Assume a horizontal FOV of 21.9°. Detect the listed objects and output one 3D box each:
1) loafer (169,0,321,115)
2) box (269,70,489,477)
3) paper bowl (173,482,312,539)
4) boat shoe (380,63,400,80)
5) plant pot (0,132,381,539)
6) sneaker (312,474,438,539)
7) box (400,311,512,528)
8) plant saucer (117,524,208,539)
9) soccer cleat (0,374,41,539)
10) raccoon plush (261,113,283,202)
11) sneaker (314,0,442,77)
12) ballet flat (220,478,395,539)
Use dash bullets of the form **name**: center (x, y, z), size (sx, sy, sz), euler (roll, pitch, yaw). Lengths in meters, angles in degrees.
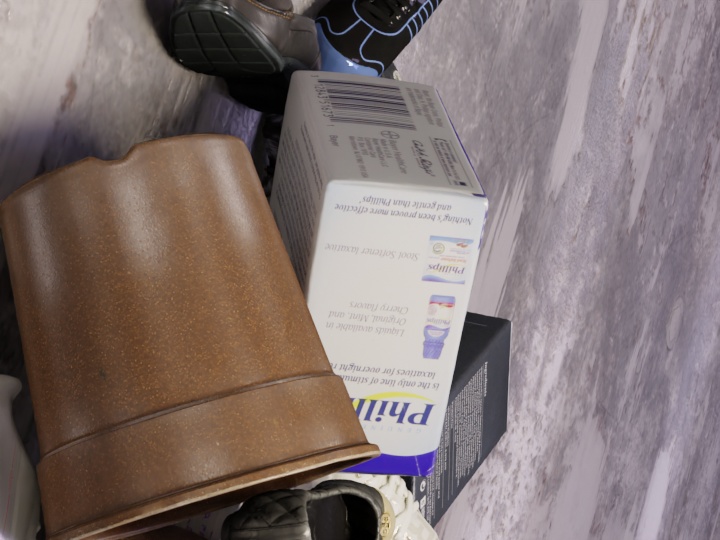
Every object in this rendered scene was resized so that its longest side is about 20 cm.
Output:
- **loafer**: center (-0.076, -0.163, 1.246), size (0.200, 0.072, 0.073), euler (39, 56, -73)
- **box**: center (0.000, 0.000, 1.202), size (0.184, 0.104, 0.201), euler (-107, -155, -62)
- **paper bowl**: center (-0.098, 0.187, 1.301), size (0.201, 0.104, 0.202), euler (-41, 137, -54)
- **boat shoe**: center (0.004, -0.069, 1.445), size (0.060, 0.075, 0.202), euler (-20, 119, -55)
- **plant pot**: center (-0.112, 0.039, 1.063), size (0.200, 0.199, 0.200), euler (0, 71, -65)
- **sneaker**: center (0.018, 0.165, 1.317), size (0.073, 0.084, 0.201), euler (-54, 145, -46)
- **box**: center (0.015, 0.110, 1.455), size (0.200, 0.147, 0.108), euler (-43, 139, -54)
- **plant saucer**: center (-0.149, 0.256, 1.167), size (0.199, 0.032, 0.202), euler (-8, 109, -25)
- **soccer cleat**: center (-0.212, 0.157, 1.078), size (0.077, 0.069, 0.202), euler (-27, 122, -45)
- **raccoon plush**: center (-0.025, -0.036, 1.388), size (0.134, 0.096, 0.202), euler (48, 57, -70)
- **sneaker**: center (0.021, -0.205, 1.398), size (0.078, 0.070, 0.200), euler (-51, -177, 36)
- **ballet flat**: center (-0.018, 0.159, 1.105), size (0.200, 0.056, 0.067), euler (7, 79, -67)
